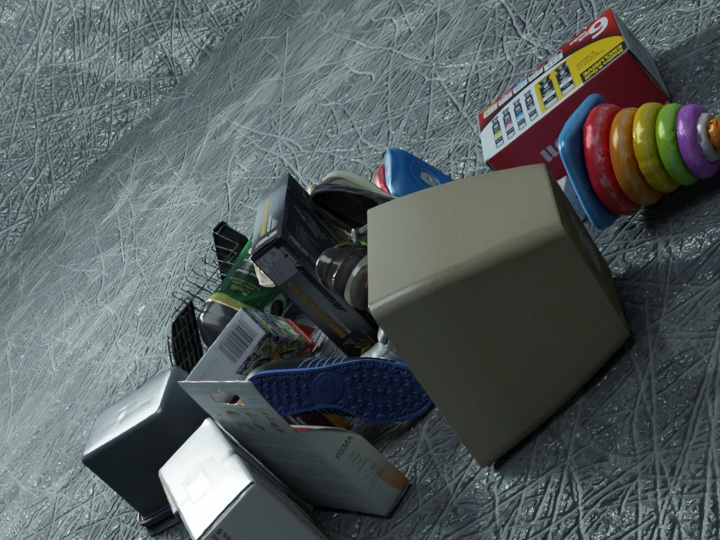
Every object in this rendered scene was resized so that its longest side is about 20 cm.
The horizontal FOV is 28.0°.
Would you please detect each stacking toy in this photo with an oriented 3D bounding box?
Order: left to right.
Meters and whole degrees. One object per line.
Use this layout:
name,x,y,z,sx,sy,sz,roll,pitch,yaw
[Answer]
stacking toy,0.029,-0.042,1.769,0.200,0.109,0.116,-52,22,29
stacking toy,0.299,-0.120,1.362,0.199,0.110,0.116,-13,26,37

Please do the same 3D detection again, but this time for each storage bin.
storage bin,-0.230,0.201,1.740,0.200,0.134,0.146,-31,29,33

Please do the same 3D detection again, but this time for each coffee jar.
coffee jar,-0.138,0.028,1.923,0.085,0.105,0.200,21,60,19

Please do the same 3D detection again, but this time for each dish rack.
dish rack,-0.209,0.051,1.962,0.054,0.154,0.200,19,50,23

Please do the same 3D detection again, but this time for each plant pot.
plant pot,0.132,0.020,1.322,0.176,0.200,0.200,-29,25,16

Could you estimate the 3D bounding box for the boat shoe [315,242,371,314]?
boat shoe,0.000,0.000,1.544,0.075,0.073,0.200,-60,-11,-1

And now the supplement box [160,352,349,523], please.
supplement box,-0.120,0.203,1.601,0.200,0.086,0.110,-47,20,-2

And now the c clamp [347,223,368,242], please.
c clamp,0.072,-0.048,1.520,0.199,0.027,0.171,-11,-2,-25

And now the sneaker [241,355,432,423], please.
sneaker,-0.023,0.117,1.496,0.199,0.071,0.078,1,10,4

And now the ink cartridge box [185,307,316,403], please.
ink cartridge box,-0.112,0.110,1.703,0.109,0.050,0.200,-52,-24,8

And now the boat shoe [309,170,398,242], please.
boat shoe,0.032,-0.053,1.650,0.065,0.199,0.072,-39,-29,-54

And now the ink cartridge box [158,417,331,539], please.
ink cartridge box,-0.106,0.246,1.413,0.084,0.146,0.200,-46,21,-4

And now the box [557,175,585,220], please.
box,0.156,-0.034,1.562,0.200,0.039,0.042,-31,25,35

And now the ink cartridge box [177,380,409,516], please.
ink cartridge box,-0.067,0.159,1.415,0.050,0.200,0.162,-51,22,-24

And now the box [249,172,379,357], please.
box,-0.039,0.002,1.647,0.048,0.200,0.159,-36,24,18

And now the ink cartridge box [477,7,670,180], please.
ink cartridge box,0.235,-0.171,1.596,0.200,0.084,0.176,-39,23,19

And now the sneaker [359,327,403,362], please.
sneaker,0.055,0.048,1.539,0.200,0.088,0.081,-43,21,10

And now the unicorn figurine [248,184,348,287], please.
unicorn figurine,-0.064,-0.044,1.817,0.200,0.074,0.138,-49,31,35
